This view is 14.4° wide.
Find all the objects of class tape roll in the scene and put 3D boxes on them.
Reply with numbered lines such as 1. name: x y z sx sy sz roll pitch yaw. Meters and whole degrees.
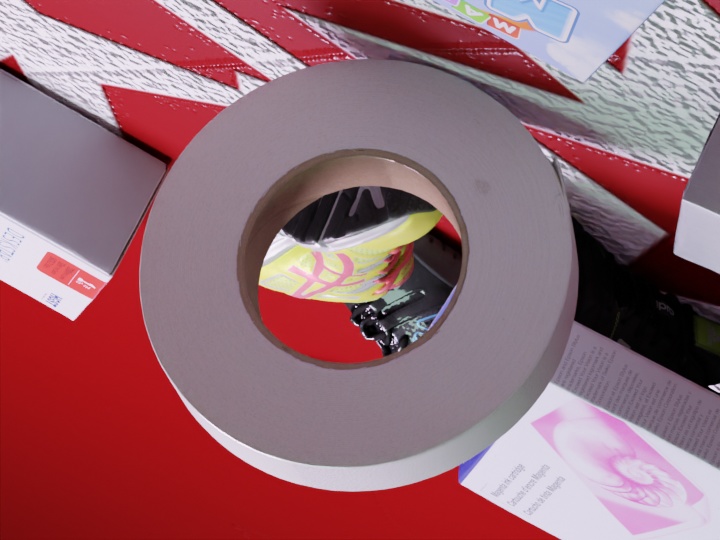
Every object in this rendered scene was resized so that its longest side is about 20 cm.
1. tape roll: 0.000 0.000 1.294 0.202 0.204 0.037 22 163 17

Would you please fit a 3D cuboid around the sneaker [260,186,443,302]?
1. sneaker: 0.000 -0.025 1.433 0.090 0.079 0.200 30 162 -23

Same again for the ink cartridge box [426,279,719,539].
1. ink cartridge box: 0.115 0.089 1.425 0.199 0.043 0.196 27 158 0

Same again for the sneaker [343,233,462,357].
1. sneaker: 0.038 0.035 1.546 0.199 0.082 0.073 32 166 -9

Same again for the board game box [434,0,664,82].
1. board game box: 0.053 -0.146 1.061 0.151 0.037 0.200 28 164 -4

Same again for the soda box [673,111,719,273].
1. soda box: 0.230 -0.005 1.158 0.199 0.064 0.068 24 163 10

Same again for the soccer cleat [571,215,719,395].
1. soccer cleat: 0.137 0.029 1.425 0.081 0.068 0.200 -12 140 22

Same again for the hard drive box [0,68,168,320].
1. hard drive box: -0.226 -0.063 1.671 0.199 0.077 0.156 29 164 -6
